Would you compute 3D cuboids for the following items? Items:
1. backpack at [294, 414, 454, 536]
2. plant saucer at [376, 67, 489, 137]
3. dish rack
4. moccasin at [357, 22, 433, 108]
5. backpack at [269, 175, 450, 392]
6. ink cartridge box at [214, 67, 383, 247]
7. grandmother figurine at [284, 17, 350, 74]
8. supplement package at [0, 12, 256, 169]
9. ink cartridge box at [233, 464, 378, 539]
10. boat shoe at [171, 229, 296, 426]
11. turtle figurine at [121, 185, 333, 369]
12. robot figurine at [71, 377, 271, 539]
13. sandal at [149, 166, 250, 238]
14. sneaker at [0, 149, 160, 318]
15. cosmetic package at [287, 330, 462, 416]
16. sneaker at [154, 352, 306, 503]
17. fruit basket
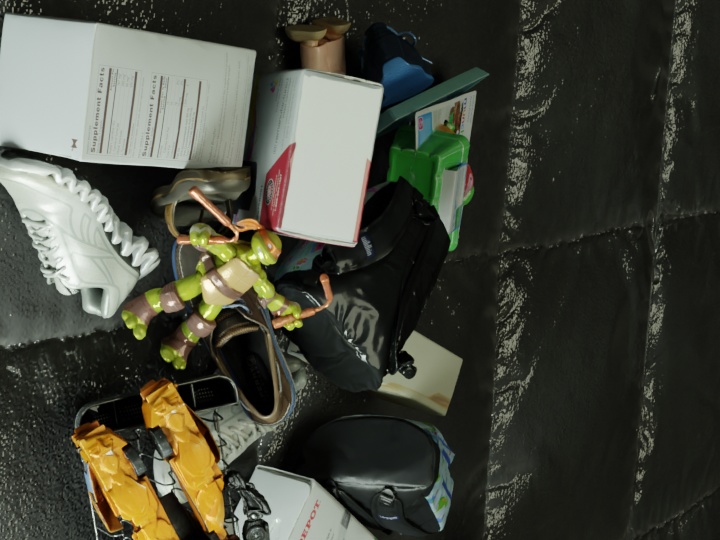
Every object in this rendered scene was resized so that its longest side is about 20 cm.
[{"bbox_3d":[0.035,0.228,1.723,0.201,0.161,0.155,65,32,-49],"label":"backpack"},{"bbox_3d":[0.068,-0.187,1.746,0.199,0.070,0.019,-32,90,-49],"label":"plant saucer"},{"bbox_3d":[-0.178,0.201,1.416,0.152,0.054,0.203,-11,99,-23],"label":"dish rack"},{"bbox_3d":[0.037,-0.220,1.631,0.069,0.080,0.200,63,-4,4],"label":"moccasin"},{"bbox_3d":[0.000,0.000,1.539,0.167,0.126,0.201,54,48,-30],"label":"backpack"},{"bbox_3d":[-0.064,-0.105,1.439,0.082,0.200,0.148,9,91,-23],"label":"ink cartridge box"},{"bbox_3d":[-0.036,-0.155,1.604,0.120,0.060,0.202,-17,116,-35],"label":"grandmother figurine"},{"bbox_3d":[-0.196,-0.148,1.311,0.199,0.113,0.111,-1,100,-56],"label":"supplement package"},{"bbox_3d":[-0.065,0.317,1.652,0.200,0.083,0.147,52,56,-48],"label":"ink cartridge box"},{"bbox_3d":[-0.115,0.049,1.446,0.201,0.072,0.072,61,-1,1],"label":"boat shoe"},{"bbox_3d":[-0.129,0.005,1.354,0.161,0.065,0.200,-36,137,14],"label":"turtle figurine"},{"bbox_3d":[-0.163,0.204,1.363,0.144,0.058,0.202,-31,108,-18],"label":"robot figurine"},{"bbox_3d":[-0.137,-0.053,1.379,0.081,0.200,0.055,-7,86,-19],"label":"sandal"},{"bbox_3d":[-0.246,-0.029,1.313,0.082,0.075,0.200,-58,141,-15],"label":"sneaker"},{"bbox_3d":[0.019,0.094,1.705,0.200,0.104,0.072,32,74,-53],"label":"cosmetic package"},{"bbox_3d":[-0.127,0.146,1.509,0.201,0.080,0.076,-53,140,-32],"label":"sneaker"},{"bbox_3d":[0.096,-0.101,1.774,0.200,0.093,0.187,-22,123,-60],"label":"fruit basket"}]
